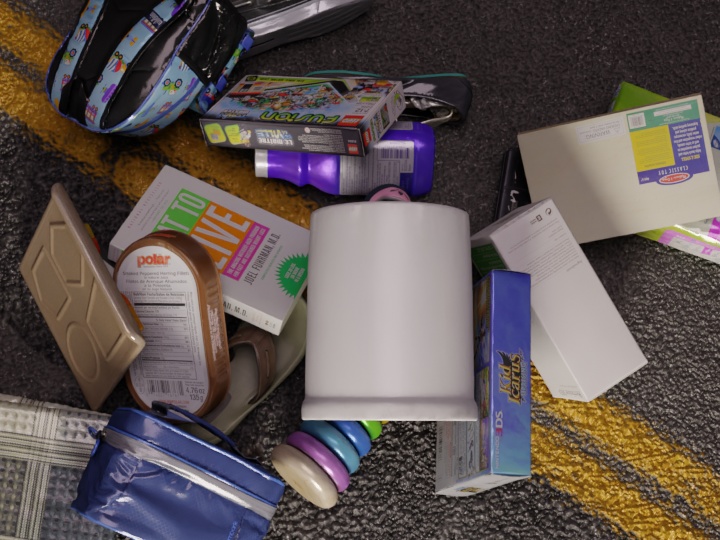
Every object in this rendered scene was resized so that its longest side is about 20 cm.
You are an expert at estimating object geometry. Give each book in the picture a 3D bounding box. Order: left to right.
[{"bbox_3d":[-0.152,-0.020,1.281,0.199,0.048,0.134,23,46,4],"label":"book"}]

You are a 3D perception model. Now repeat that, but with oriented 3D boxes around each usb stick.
[{"bbox_3d":[0.175,-0.045,1.340,0.055,0.033,0.201,13,73,-6],"label":"usb stick"}]

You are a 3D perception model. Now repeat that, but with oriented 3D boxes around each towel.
[{"bbox_3d":[-0.345,0.230,1.229,0.199,0.035,0.193,9,84,-1],"label":"towel"}]

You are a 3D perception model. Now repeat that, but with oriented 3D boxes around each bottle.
[{"bbox_3d":[-0.018,-0.126,1.330,0.199,0.084,0.065,0,33,-2],"label":"bottle"}]

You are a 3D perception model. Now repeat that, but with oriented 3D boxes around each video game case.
[{"bbox_3d":[0.124,0.119,1.209,0.045,0.181,0.201,6,73,-11],"label":"video game case"}]

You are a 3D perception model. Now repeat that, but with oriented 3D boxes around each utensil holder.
[{"bbox_3d":[0.029,0.045,1.150,0.169,0.170,0.201,1,82,-2],"label":"utensil holder"}]

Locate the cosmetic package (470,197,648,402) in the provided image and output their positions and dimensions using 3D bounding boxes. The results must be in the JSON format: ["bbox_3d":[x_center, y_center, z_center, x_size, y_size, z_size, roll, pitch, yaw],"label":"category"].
[{"bbox_3d":[0.203,0.031,1.254,0.085,0.108,0.200,-31,92,-12],"label":"cosmetic package"}]

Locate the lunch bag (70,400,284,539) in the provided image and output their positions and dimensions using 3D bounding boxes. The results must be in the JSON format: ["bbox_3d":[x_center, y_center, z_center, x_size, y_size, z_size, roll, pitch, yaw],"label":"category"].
[{"bbox_3d":[-0.183,0.209,1.174,0.200,0.136,0.133,30,75,-17],"label":"lunch bag"}]

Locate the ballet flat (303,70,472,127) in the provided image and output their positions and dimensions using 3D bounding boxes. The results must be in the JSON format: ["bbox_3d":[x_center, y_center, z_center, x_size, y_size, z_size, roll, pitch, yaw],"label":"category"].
[{"bbox_3d":[0.031,-0.191,1.360,0.199,0.073,0.073,0,73,-5],"label":"ballet flat"}]

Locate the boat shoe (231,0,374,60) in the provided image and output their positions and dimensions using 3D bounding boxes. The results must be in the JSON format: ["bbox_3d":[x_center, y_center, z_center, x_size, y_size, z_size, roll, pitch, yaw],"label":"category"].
[{"bbox_3d":[-0.084,-0.308,1.386,0.199,0.072,0.071,-18,79,-6],"label":"boat shoe"}]

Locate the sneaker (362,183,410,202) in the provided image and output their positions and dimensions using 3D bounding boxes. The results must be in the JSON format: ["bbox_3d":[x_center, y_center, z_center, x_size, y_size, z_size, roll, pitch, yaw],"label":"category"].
[{"bbox_3d":[0.000,0.000,1.276,0.070,0.082,0.201,19,90,-6],"label":"sneaker"}]

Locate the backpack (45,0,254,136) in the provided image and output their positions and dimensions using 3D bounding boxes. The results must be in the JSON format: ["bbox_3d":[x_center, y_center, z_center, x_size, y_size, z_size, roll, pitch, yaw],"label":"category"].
[{"bbox_3d":[-0.239,-0.232,1.309,0.182,0.135,0.200,27,85,32],"label":"backpack"}]

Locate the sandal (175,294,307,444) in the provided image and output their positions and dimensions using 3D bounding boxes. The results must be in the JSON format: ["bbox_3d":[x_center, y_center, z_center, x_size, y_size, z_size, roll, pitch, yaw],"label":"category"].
[{"bbox_3d":[-0.120,0.103,1.269,0.080,0.057,0.201,34,75,7],"label":"sandal"}]

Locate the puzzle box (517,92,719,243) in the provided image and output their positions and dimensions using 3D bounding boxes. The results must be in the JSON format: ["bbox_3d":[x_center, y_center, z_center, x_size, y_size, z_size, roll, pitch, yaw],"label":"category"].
[{"bbox_3d":[0.280,-0.104,1.284,0.199,0.025,0.134,-11,100,15],"label":"puzzle box"}]

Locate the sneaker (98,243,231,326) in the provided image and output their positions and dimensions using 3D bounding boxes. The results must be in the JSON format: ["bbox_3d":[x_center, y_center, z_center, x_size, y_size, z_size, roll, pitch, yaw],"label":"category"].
[{"bbox_3d":[-0.226,0.022,1.292,0.200,0.075,0.085,33,50,12],"label":"sneaker"}]

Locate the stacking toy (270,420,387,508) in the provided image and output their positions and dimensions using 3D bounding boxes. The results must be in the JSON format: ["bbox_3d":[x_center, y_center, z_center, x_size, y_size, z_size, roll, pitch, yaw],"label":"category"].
[{"bbox_3d":[-0.001,0.151,1.257,0.085,0.085,0.200,40,69,9],"label":"stacking toy"}]

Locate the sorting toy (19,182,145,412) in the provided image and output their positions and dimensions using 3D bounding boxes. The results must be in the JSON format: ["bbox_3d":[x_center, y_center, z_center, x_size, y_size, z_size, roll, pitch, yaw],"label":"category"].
[{"bbox_3d":[-0.283,0.031,1.217,0.036,0.200,0.186,-22,74,-33],"label":"sorting toy"}]

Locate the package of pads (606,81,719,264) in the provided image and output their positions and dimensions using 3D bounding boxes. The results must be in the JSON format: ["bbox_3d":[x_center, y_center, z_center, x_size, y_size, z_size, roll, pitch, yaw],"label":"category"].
[{"bbox_3d":[0.357,-0.105,1.347,0.199,0.068,0.155,22,74,7],"label":"package of pads"}]

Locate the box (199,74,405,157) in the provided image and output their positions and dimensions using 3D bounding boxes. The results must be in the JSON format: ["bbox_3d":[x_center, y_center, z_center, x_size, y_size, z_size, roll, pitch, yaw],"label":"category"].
[{"bbox_3d":[-0.063,-0.171,1.299,0.199,0.035,0.110,7,38,26],"label":"box"}]

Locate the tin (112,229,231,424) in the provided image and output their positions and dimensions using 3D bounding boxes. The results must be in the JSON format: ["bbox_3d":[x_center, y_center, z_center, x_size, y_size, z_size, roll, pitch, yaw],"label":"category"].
[{"bbox_3d":[-0.192,0.060,1.209,0.112,0.042,0.201,-1,104,19],"label":"tin"}]
